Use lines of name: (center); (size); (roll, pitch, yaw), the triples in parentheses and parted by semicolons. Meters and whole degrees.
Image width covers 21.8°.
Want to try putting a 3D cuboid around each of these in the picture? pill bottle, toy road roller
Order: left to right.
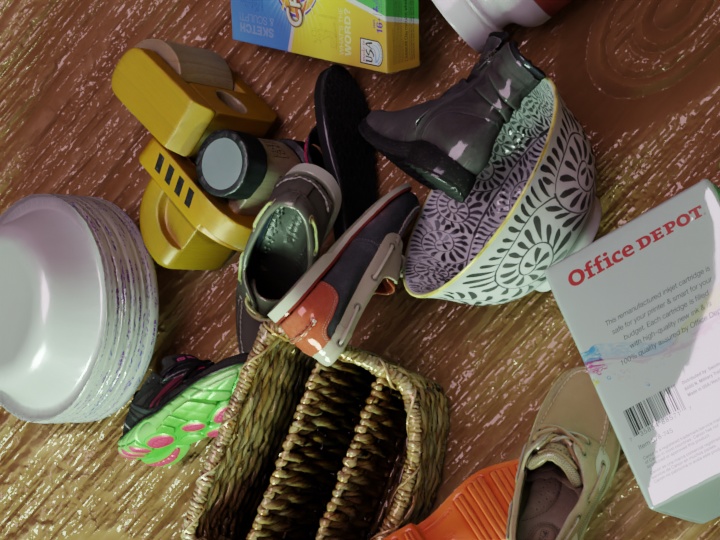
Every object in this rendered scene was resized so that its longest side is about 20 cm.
toy road roller: (-0.144, -0.091, 1.623); (0.200, 0.123, 0.146); (48, 112, 25)
pill bottle: (0.149, -0.272, 1.520); (0.200, 0.112, 0.113); (-38, 66, 15)

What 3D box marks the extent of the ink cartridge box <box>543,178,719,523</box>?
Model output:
ink cartridge box: (0.254, 0.062, 1.379); (0.145, 0.144, 0.201); (-29, 69, 18)

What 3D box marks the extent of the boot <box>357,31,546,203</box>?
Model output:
boot: (0.079, -0.133, 1.516); (0.132, 0.070, 0.200); (-55, 27, 0)

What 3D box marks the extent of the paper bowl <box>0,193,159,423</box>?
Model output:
paper bowl: (-0.275, 0.033, 1.636); (0.200, 0.104, 0.202); (-4, 84, 44)

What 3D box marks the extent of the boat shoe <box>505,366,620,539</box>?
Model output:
boat shoe: (0.155, 0.151, 1.419); (0.071, 0.065, 0.201); (9, 57, 13)

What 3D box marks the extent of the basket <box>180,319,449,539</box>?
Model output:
basket: (-0.027, 0.160, 1.495); (0.142, 0.149, 0.201); (23, 89, 28)

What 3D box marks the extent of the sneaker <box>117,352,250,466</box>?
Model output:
sneaker: (-0.145, 0.103, 1.579); (0.199, 0.076, 0.084); (-28, 54, 45)

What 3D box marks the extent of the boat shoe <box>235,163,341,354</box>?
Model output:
boat shoe: (-0.070, 0.007, 1.549); (0.072, 0.060, 0.203); (25, 125, 10)

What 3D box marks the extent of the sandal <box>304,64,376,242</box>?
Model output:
sandal: (-0.020, -0.078, 1.587); (0.045, 0.075, 0.202); (-15, 75, 34)

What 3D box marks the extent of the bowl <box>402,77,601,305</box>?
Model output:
bowl: (0.128, -0.044, 1.473); (0.094, 0.201, 0.201); (31, 95, -16)

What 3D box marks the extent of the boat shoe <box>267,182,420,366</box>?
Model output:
boat shoe: (0.000, 0.000, 1.482); (0.063, 0.200, 0.071); (43, 133, -1)

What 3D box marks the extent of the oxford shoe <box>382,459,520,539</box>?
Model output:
oxford shoe: (0.094, 0.211, 1.476); (0.199, 0.073, 0.072); (-27, 56, 0)

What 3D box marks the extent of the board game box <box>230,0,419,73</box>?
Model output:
board game box: (-0.034, -0.258, 1.581); (0.199, 0.040, 0.154); (17, 117, 44)
